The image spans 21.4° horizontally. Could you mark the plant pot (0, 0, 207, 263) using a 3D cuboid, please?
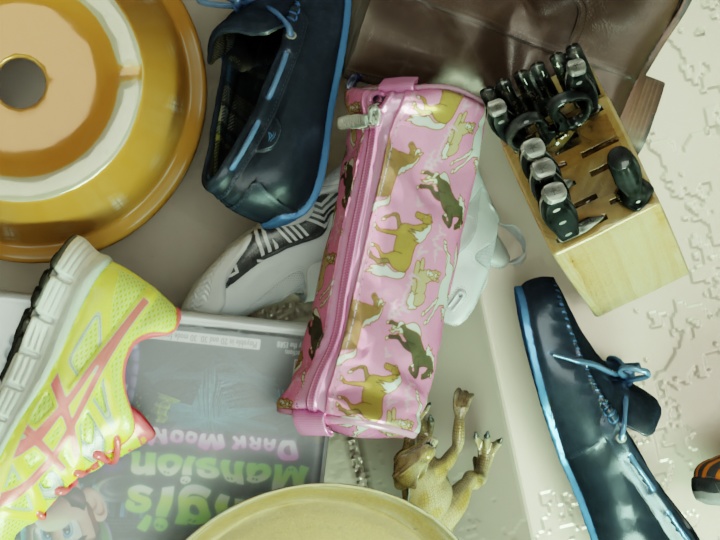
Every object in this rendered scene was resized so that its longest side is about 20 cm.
[{"bbox_3d":[-0.181,-0.100,1.032,0.200,0.183,0.200,0,93,-6],"label":"plant pot"}]

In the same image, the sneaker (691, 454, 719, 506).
[{"bbox_3d":[0.285,0.076,1.160,0.200,0.078,0.112,-12,90,-17],"label":"sneaker"}]

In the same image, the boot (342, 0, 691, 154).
[{"bbox_3d":[0.091,-0.175,1.108,0.200,0.064,0.187,17,80,-10],"label":"boot"}]

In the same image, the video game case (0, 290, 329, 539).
[{"bbox_3d":[-0.119,0.111,1.069,0.200,0.023,0.182,6,92,-10],"label":"video game case"}]

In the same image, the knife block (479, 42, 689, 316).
[{"bbox_3d":[0.127,-0.032,1.023,0.064,0.176,0.200,-25,116,9],"label":"knife block"}]

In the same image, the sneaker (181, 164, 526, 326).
[{"bbox_3d":[0.000,0.000,1.113,0.200,0.075,0.115,-36,94,-7],"label":"sneaker"}]

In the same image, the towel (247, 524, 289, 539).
[{"bbox_3d":[-0.104,0.239,1.064,0.200,0.023,0.144,-25,106,-1],"label":"towel"}]

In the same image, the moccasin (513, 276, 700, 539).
[{"bbox_3d":[0.149,0.089,1.141,0.068,0.080,0.200,-20,108,9],"label":"moccasin"}]

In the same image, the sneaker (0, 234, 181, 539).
[{"bbox_3d":[-0.157,0.087,1.013,0.090,0.078,0.200,24,88,-11],"label":"sneaker"}]

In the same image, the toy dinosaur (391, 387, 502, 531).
[{"bbox_3d":[0.043,0.135,1.124,0.058,0.200,0.101,6,55,21],"label":"toy dinosaur"}]

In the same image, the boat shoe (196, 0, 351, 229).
[{"bbox_3d":[-0.049,-0.125,1.065,0.069,0.084,0.200,20,56,-33],"label":"boat shoe"}]

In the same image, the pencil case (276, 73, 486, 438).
[{"bbox_3d":[0.012,-0.005,1.038,0.086,0.083,0.200,12,89,-18],"label":"pencil case"}]

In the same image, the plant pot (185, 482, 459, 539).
[{"bbox_3d":[-0.025,0.205,1.041,0.200,0.027,0.200,-2,106,-7],"label":"plant pot"}]
